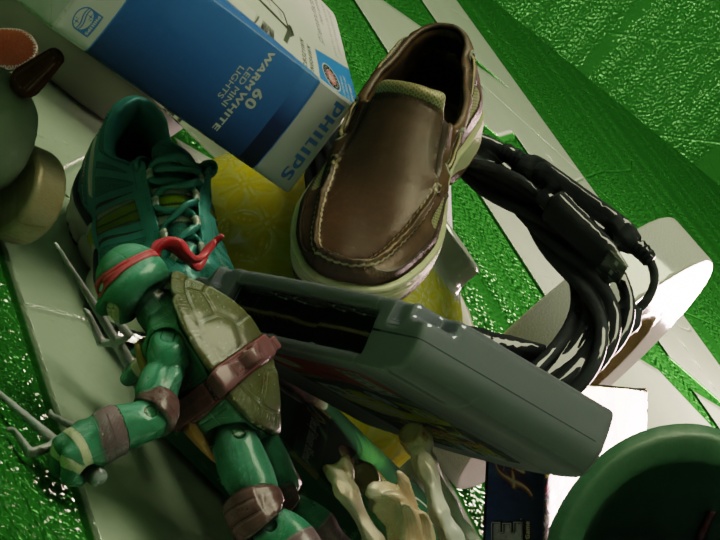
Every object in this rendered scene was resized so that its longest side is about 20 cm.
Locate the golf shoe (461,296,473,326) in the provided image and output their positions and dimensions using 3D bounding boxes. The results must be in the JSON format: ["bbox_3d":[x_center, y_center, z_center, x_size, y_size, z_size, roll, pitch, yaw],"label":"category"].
[{"bbox_3d":[0.010,-0.005,1.659,0.201,0.078,0.097,61,-3,-7],"label":"golf shoe"}]

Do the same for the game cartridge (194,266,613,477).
[{"bbox_3d":[0.019,0.047,1.282,0.133,0.041,0.200,26,-9,-32],"label":"game cartridge"}]

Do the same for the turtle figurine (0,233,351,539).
[{"bbox_3d":[-0.077,0.061,1.216,0.200,0.101,0.150,53,23,4],"label":"turtle figurine"}]

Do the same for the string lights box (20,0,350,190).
[{"bbox_3d":[-0.101,-0.123,1.387,0.103,0.059,0.200,40,4,40],"label":"string lights box"}]

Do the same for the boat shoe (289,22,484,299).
[{"bbox_3d":[0.014,-0.059,1.368,0.074,0.075,0.203,12,34,7],"label":"boat shoe"}]

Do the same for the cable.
[{"bbox_3d":[0.047,-0.006,1.452,0.200,0.163,0.051,37,-33,11],"label":"cable"}]

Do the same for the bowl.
[{"bbox_3d":[0.000,0.000,1.538,0.201,0.107,0.200,54,3,-4],"label":"bowl"}]

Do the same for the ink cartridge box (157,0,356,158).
[{"bbox_3d":[-0.096,-0.160,1.722,0.200,0.084,0.146,44,20,-35],"label":"ink cartridge box"}]

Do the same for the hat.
[{"bbox_3d":[0.135,0.177,1.494,0.176,0.165,0.201,0,-75,67],"label":"hat"}]

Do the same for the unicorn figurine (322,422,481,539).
[{"bbox_3d":[0.045,0.136,1.245,0.138,0.074,0.200,62,24,8],"label":"unicorn figurine"}]

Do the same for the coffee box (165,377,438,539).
[{"bbox_3d":[-0.001,0.122,1.361,0.200,0.044,0.123,44,12,6],"label":"coffee box"}]

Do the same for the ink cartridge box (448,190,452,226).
[{"bbox_3d":[0.032,-0.046,1.765,0.042,0.201,0.119,1,6,11],"label":"ink cartridge box"}]

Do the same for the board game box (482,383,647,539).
[{"bbox_3d":[0.113,0.128,1.526,0.034,0.136,0.200,1,-4,21],"label":"board game box"}]

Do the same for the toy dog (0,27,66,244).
[{"bbox_3d":[-0.203,-0.108,1.384,0.200,0.096,0.132,48,13,23],"label":"toy dog"}]

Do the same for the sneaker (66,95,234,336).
[{"bbox_3d":[-0.102,-0.022,1.422,0.077,0.080,0.200,6,26,-28],"label":"sneaker"}]

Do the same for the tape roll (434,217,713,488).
[{"bbox_3d":[0.119,0.050,1.630,0.037,0.203,0.203,48,13,13],"label":"tape roll"}]

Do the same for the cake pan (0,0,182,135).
[{"bbox_3d":[-0.176,-0.152,1.771,0.200,0.037,0.200,40,12,-10],"label":"cake pan"}]
